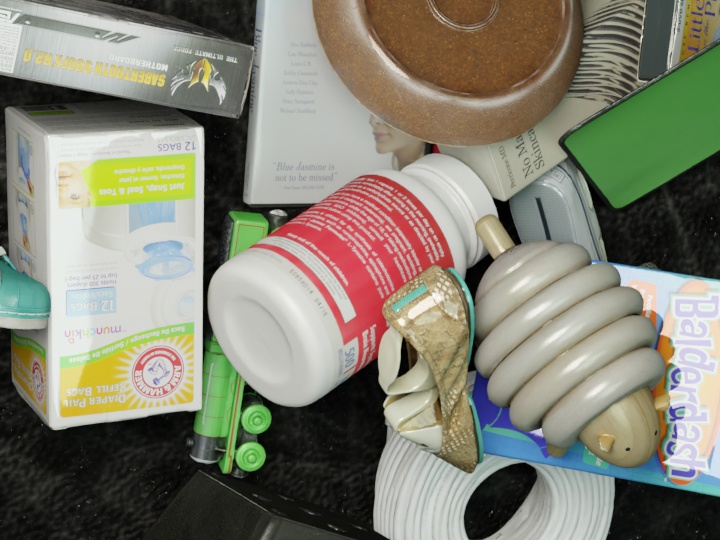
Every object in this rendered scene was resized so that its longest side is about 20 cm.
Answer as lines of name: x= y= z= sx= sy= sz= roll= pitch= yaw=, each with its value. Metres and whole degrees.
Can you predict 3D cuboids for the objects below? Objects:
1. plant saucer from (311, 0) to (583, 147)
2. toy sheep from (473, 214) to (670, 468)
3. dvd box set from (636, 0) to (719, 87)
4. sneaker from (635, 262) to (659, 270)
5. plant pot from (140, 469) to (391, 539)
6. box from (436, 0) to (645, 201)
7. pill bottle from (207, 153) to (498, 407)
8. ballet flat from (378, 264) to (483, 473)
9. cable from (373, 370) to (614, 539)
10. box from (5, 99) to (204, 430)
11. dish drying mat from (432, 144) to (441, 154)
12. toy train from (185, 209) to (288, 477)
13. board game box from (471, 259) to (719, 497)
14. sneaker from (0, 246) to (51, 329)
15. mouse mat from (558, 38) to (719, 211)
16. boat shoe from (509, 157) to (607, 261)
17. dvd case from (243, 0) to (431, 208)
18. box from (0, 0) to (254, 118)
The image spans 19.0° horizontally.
plant saucer: x=0.066 y=-0.185 z=1.485 sx=0.199 sy=0.034 sz=0.201 roll=4 pitch=73 yaw=-14
toy sheep: x=0.135 y=0.048 z=1.464 sx=0.138 sy=0.138 sz=0.200 roll=-36 pitch=77 yaw=-12
dvd box set: x=0.274 y=-0.202 z=1.590 sx=0.200 sy=0.029 sz=0.147 roll=2 pitch=95 yaw=-52
sneaker: x=0.237 y=0.061 z=1.668 sx=0.077 sy=0.092 sz=0.200 roll=-18 pitch=148 yaw=2
plant pot: x=-0.066 y=0.254 z=1.535 sx=0.199 sy=0.200 sz=0.178 roll=21 pitch=88 yaw=-29
box: x=0.146 y=-0.138 z=1.564 sx=0.200 sy=0.068 sz=0.082 roll=-36 pitch=122 yaw=-22
pill bottle: x=0.000 y=0.000 z=1.492 sx=0.200 sy=0.112 sz=0.113 roll=-34 pitch=118 yaw=-33
ballet flat: x=0.043 y=0.075 z=1.465 sx=0.065 sy=0.071 sz=0.200 roll=-23 pitch=137 yaw=-13
cable: x=0.105 y=0.173 z=1.655 sx=0.199 sy=0.069 sz=0.201 roll=3 pitch=103 yaw=-26
box: x=-0.172 y=-0.007 z=1.451 sx=0.112 sy=0.101 sz=0.201 roll=-5 pitch=107 yaw=-24
dish drying mat: x=0.093 y=-0.160 z=1.580 sx=0.076 sy=0.018 sz=0.201 roll=-3 pitch=107 yaw=-26
toy train: x=-0.086 y=0.053 z=1.547 sx=0.056 sy=0.042 sz=0.201 roll=6 pitch=103 yaw=-17
board game box: x=0.185 y=0.072 z=1.546 sx=0.199 sy=0.045 sz=0.153 roll=9 pitch=86 yaw=14
sneaker: x=-0.282 y=-0.027 z=1.373 sx=0.199 sy=0.071 sz=0.080 roll=23 pitch=96 yaw=2
mouse mat: x=0.233 y=-0.108 z=1.574 sx=0.161 sy=0.008 sz=0.200 roll=-31 pitch=160 yaw=9
boat shoe: x=0.161 y=-0.006 z=1.628 sx=0.067 sy=0.073 sz=0.201 roll=-57 pitch=146 yaw=-45
dvd case: x=-0.009 y=-0.144 z=1.536 sx=0.142 sy=0.018 sz=0.201 roll=-2 pitch=105 yaw=-24
box: x=-0.188 y=-0.148 z=1.369 sx=0.199 sy=0.158 sz=0.049 roll=9 pitch=99 yaw=-28
